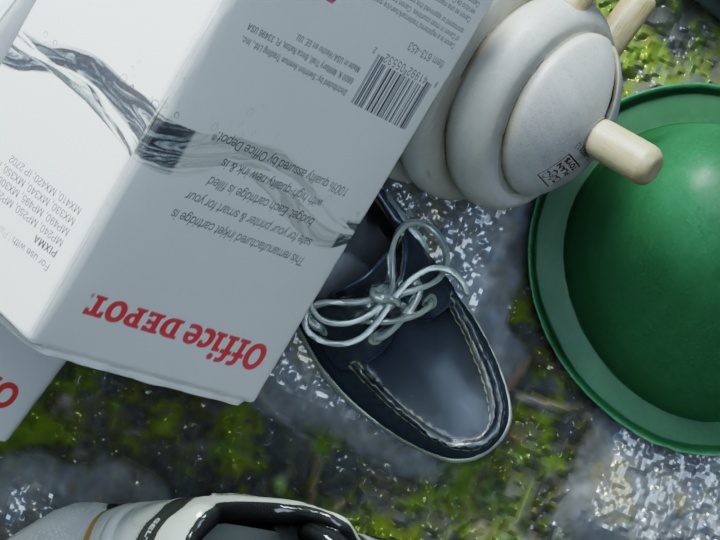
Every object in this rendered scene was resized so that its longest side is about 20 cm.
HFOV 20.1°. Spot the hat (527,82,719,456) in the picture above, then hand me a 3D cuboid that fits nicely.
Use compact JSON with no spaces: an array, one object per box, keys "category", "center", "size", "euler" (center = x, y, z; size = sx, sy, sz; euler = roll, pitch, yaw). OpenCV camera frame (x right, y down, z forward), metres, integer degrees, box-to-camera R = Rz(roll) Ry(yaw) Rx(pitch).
[{"category":"hat","center":[0.166,-0.019,0.859],"size":[0.165,0.176,0.200],"euler":[-39,91,-11]}]

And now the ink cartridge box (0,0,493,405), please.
[{"category":"ink cartridge box","center":[-0.055,-0.063,0.760],"size":[0.084,0.145,0.201],"euler":[35,98,33]}]

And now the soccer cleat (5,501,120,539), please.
[{"category":"soccer cleat","center":[-0.108,0.200,0.864],"size":[0.086,0.070,0.201],"euler":[-16,85,5]}]

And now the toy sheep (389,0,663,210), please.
[{"category":"toy sheep","center":[0.049,-0.094,0.866],"size":[0.200,0.138,0.138],"euler":[34,79,34]}]

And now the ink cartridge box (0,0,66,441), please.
[{"category":"ink cartridge box","center":[-0.147,-0.050,0.813],"size":[0.086,0.146,0.200],"euler":[38,89,36]}]

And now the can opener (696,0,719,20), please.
[{"category":"can opener","center":[0.138,-0.180,0.932],"size":[0.200,0.053,0.067],"euler":[43,80,-3]}]

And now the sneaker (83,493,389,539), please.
[{"category":"sneaker","center":[-0.015,0.137,0.836],"size":[0.199,0.088,0.076],"euler":[14,67,-35]}]

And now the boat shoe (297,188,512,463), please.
[{"category":"boat shoe","center":[0.000,0.000,0.892],"size":[0.075,0.062,0.200],"euler":[-33,90,-8]}]
